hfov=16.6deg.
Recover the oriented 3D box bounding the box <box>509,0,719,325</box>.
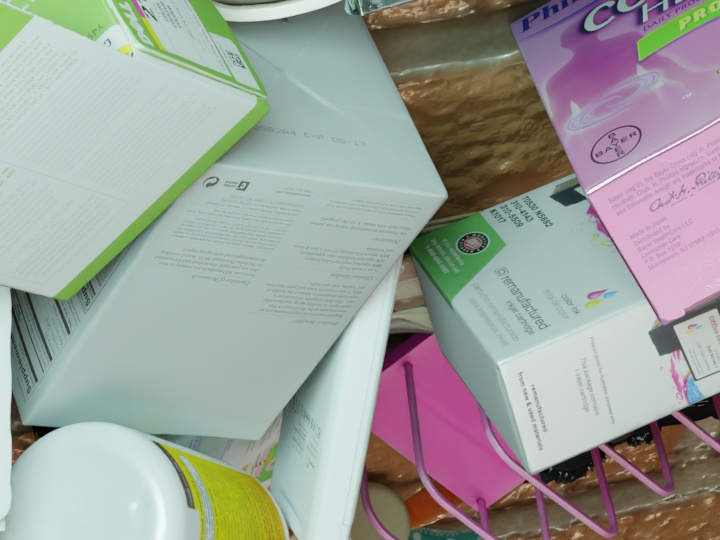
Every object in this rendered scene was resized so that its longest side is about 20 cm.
[{"bbox_3d":[0.193,-0.096,1.300,0.176,0.200,0.097,-29,120,9],"label":"box"}]

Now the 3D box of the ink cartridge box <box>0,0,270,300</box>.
[{"bbox_3d":[-0.160,-0.074,1.080,0.148,0.076,0.200,-42,149,20],"label":"ink cartridge box"}]

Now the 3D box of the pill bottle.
[{"bbox_3d":[-0.106,0.147,1.310,0.109,0.109,0.200,-31,159,12],"label":"pill bottle"}]

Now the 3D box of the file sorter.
[{"bbox_3d":[0.109,0.097,1.519,0.200,0.126,0.139,-38,123,22],"label":"file sorter"}]

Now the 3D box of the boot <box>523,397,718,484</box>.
[{"bbox_3d":[0.177,0.065,1.624,0.168,0.077,0.200,-20,151,-11],"label":"boot"}]

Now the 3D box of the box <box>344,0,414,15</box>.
[{"bbox_3d":[0.073,-0.212,1.163,0.200,0.137,0.040,-17,-170,-9],"label":"box"}]

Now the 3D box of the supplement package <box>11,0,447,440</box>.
[{"bbox_3d":[-0.088,-0.034,1.279,0.152,0.151,0.200,7,135,-37],"label":"supplement package"}]

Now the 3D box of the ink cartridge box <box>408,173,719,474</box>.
[{"bbox_3d":[0.148,0.009,1.368,0.200,0.145,0.084,-23,123,-8],"label":"ink cartridge box"}]

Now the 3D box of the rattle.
[{"bbox_3d":[-0.022,0.206,1.710,0.200,0.130,0.143,-34,166,-33],"label":"rattle"}]

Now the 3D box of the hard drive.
[{"bbox_3d":[-0.013,0.043,1.358,0.026,0.132,0.200,9,98,-13],"label":"hard drive"}]

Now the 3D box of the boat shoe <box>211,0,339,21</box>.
[{"bbox_3d":[0.007,-0.185,1.207,0.200,0.072,0.060,-23,140,-7],"label":"boat shoe"}]

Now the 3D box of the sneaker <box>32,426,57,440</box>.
[{"bbox_3d":[-0.156,0.084,1.472,0.078,0.066,0.200,-17,145,-16],"label":"sneaker"}]

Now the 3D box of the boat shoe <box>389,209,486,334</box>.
[{"bbox_3d":[0.000,0.000,1.456,0.200,0.076,0.074,-8,111,-7],"label":"boat shoe"}]

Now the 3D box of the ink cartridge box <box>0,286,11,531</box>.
[{"bbox_3d":[-0.248,0.060,1.242,0.083,0.145,0.200,1,175,-28],"label":"ink cartridge box"}]

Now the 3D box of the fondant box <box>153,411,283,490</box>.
[{"bbox_3d":[-0.105,0.115,1.474,0.200,0.058,0.144,-20,145,-46],"label":"fondant box"}]
